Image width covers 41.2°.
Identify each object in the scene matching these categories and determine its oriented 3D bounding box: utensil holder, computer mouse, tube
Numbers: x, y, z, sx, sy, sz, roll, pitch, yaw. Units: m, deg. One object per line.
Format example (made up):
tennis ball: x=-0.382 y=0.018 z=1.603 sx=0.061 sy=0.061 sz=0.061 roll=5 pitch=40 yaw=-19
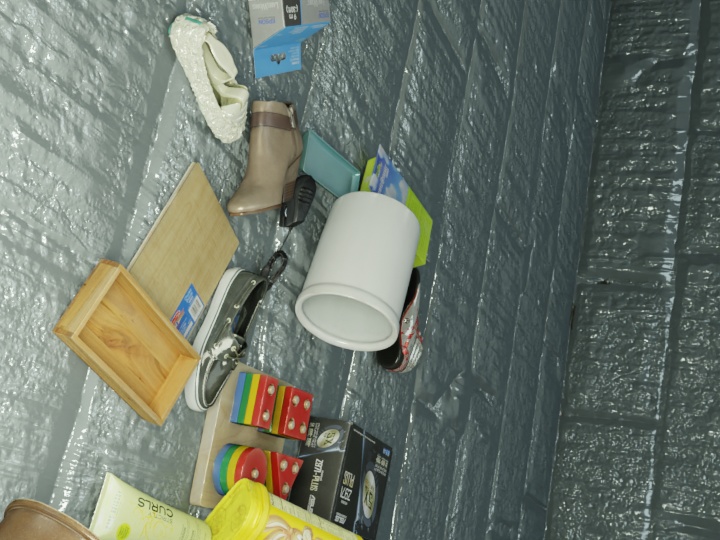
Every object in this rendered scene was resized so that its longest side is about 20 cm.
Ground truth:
utensil holder: x=0.000 y=0.000 z=1.538 sx=0.171 sy=0.168 sz=0.202 roll=60 pitch=38 yaw=-49
computer mouse: x=-0.117 y=-0.059 z=1.418 sx=0.034 sy=0.058 sz=0.202 roll=36 pitch=62 yaw=-34
tube: x=-0.255 y=0.309 z=1.161 sx=0.200 sy=0.052 sz=0.058 roll=45 pitch=13 yaw=-52

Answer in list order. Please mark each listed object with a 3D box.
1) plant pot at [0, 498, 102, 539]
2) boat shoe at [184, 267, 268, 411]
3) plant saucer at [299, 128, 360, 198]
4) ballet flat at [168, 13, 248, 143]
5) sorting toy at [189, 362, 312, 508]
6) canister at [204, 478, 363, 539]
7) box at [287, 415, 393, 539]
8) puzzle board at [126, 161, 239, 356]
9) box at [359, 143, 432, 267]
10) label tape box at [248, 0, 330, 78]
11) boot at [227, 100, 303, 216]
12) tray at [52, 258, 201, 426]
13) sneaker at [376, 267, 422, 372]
plant pot: x=-0.317 y=0.355 z=0.879 sx=0.199 sy=0.198 sz=0.202 roll=-51 pitch=137 yaw=-41
boat shoe: x=-0.178 y=0.092 z=1.276 sx=0.069 sy=0.056 sz=0.203 roll=43 pitch=59 yaw=-59
plant saucer: x=-0.050 y=-0.164 z=1.579 sx=0.200 sy=0.019 sz=0.071 roll=32 pitch=64 yaw=-61
ballet flat: x=-0.182 y=-0.240 z=1.234 sx=0.201 sy=0.071 sz=0.072 roll=65 pitch=37 yaw=-47
sorting toy: x=-0.143 y=0.246 z=1.365 sx=0.200 sy=0.069 sz=0.202 roll=37 pitch=60 yaw=-61
canister: x=-0.108 y=0.380 z=1.276 sx=0.199 sy=0.149 sz=0.087 roll=32 pitch=18 yaw=-26
box: x=-0.031 y=0.350 z=1.597 sx=0.200 sy=0.085 sz=0.166 roll=46 pitch=53 yaw=-57
puzzle board: x=-0.226 y=-0.015 z=1.221 sx=0.152 sy=0.017 sz=0.201 roll=68 pitch=35 yaw=-44
box: x=0.060 y=-0.113 z=1.723 sx=0.200 sy=0.047 sz=0.123 roll=51 pitch=36 yaw=-34
label tape box: x=-0.103 y=-0.389 z=1.388 sx=0.144 sy=0.062 sz=0.203 roll=-33 pitch=122 yaw=-59
boot: x=-0.136 y=-0.162 z=1.336 sx=0.200 sy=0.069 sz=0.148 roll=-39 pitch=130 yaw=-69
tray: x=-0.265 y=0.087 z=1.110 sx=0.099 sy=0.037 sz=0.201 roll=-61 pitch=145 yaw=-26
sneaker: x=0.085 y=0.097 z=1.843 sx=0.108 sy=0.066 sz=0.204 roll=32 pitch=68 yaw=-63
